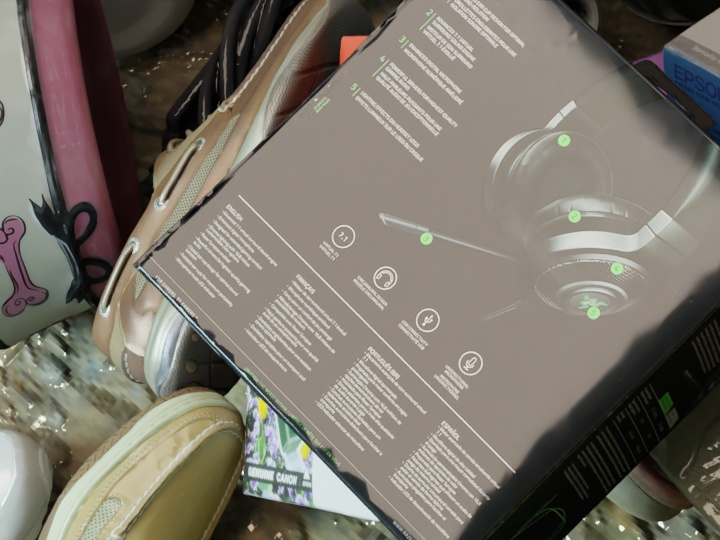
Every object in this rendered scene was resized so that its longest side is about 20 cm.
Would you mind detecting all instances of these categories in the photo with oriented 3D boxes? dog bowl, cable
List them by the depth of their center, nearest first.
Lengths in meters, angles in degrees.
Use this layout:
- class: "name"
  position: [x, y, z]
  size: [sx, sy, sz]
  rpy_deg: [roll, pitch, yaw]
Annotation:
- class: "dog bowl"
  position: [-0.151, -0.068, 1.368]
  size: [0.074, 0.200, 0.201]
  rpy_deg: [-11, 53, 2]
- class: "cable"
  position: [-0.004, -0.079, 1.371]
  size: [0.163, 0.051, 0.200]
  rpy_deg: [34, 79, 38]

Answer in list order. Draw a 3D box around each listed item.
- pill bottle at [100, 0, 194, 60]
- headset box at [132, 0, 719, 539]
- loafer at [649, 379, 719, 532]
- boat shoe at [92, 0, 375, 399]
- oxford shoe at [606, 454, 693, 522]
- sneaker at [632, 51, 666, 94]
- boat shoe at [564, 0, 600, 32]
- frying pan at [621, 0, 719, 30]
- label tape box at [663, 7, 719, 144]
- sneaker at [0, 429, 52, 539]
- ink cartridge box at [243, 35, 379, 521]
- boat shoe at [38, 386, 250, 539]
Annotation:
- class: "pill bottle"
  position: [-0.141, -0.215, 1.500]
  size: [0.115, 0.116, 0.201]
  rpy_deg: [-18, 53, 19]
- class: "headset box"
  position: [0.050, -0.003, 1.116]
  size: [0.200, 0.093, 0.174]
  rpy_deg: [-45, 71, -3]
- class: "loafer"
  position: [0.122, 0.037, 1.176]
  size: [0.072, 0.063, 0.200]
  rpy_deg: [-39, 68, 6]
- class: "boat shoe"
  position: [-0.060, -0.039, 1.313]
  size: [0.072, 0.076, 0.200]
  rpy_deg: [21, 76, 33]
- class: "oxford shoe"
  position: [0.071, 0.052, 1.245]
  size: [0.200, 0.071, 0.074]
  rpy_deg: [47, 113, 42]
- class: "sneaker"
  position: [0.168, -0.046, 1.237]
  size: [0.200, 0.073, 0.115]
  rpy_deg: [10, 63, 35]
- class: "boat shoe"
  position: [0.074, -0.100, 1.286]
  size: [0.071, 0.072, 0.200]
  rpy_deg: [-28, 47, 21]
- class: "frying pan"
  position: [0.150, -0.165, 1.349]
  size: [0.115, 0.031, 0.190]
  rpy_deg: [-40, 39, -5]
- class: "label tape box"
  position: [0.241, -0.088, 1.176]
  size: [0.200, 0.063, 0.144]
  rpy_deg: [-34, 45, -24]
- class: "sneaker"
  position: [-0.237, 0.120, 1.346]
  size: [0.200, 0.099, 0.078]
  rpy_deg: [-26, 50, 14]
- class: "ink cartridge box"
  position: [0.000, 0.000, 1.237]
  size: [0.109, 0.050, 0.201]
  rpy_deg: [5, 94, 56]
- class: "boat shoe"
  position: [-0.106, 0.146, 1.273]
  size: [0.200, 0.072, 0.076]
  rpy_deg: [-55, 45, 5]
